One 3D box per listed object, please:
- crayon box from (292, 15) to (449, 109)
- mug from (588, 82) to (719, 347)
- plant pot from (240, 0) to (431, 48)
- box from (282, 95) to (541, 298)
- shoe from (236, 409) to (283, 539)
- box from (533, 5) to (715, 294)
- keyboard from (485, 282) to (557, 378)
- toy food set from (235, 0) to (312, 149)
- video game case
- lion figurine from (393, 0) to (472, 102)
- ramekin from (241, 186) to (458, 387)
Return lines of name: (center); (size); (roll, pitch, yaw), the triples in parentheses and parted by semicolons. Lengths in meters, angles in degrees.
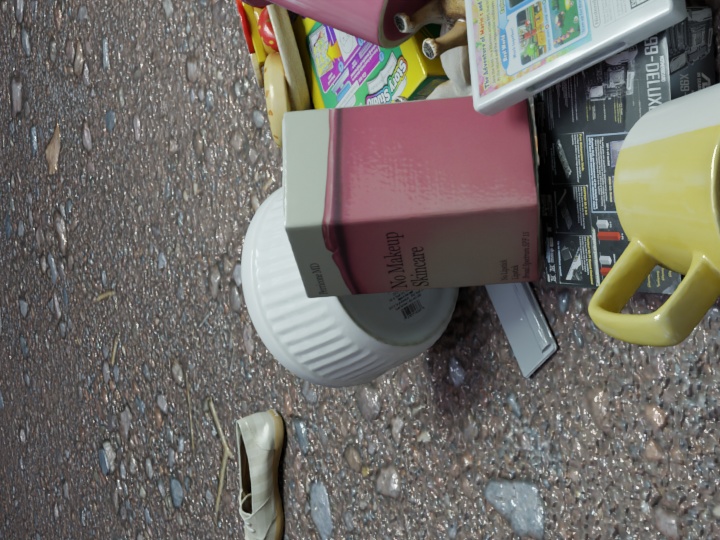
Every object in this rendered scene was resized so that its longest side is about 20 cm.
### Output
crayon box: (0.015, -0.211, 1.299); (0.200, 0.058, 0.174); (-43, 60, 56)
mug: (0.223, -0.050, 0.856); (0.153, 0.185, 0.151); (9, 113, 67)
plant pot: (-0.015, -0.288, 1.137); (0.178, 0.200, 0.201); (36, 132, 16)
box: (0.043, -0.058, 1.089); (0.128, 0.197, 0.110); (75, -168, -61)
shoe: (-0.130, 0.266, 1.663); (0.070, 0.053, 0.203); (31, 122, 54)
box: (0.196, -0.087, 1.013); (0.157, 0.049, 0.203); (3, 99, 60)
keyboard: (0.122, -0.005, 1.206); (0.202, 0.011, 0.056); (69, 153, 24)
toy food set: (-0.091, -0.223, 1.425); (0.198, 0.048, 0.203); (-129, 24, -83)
video game case: (0.148, -0.237, 0.997); (0.181, 0.024, 0.203); (-23, 61, 42)
lion figurine: (0.091, -0.182, 1.144); (0.072, 0.122, 0.201); (42, 148, 29)
ramekin: (0.000, 0.000, 1.242); (0.105, 0.198, 0.203); (-18, 80, 50)
